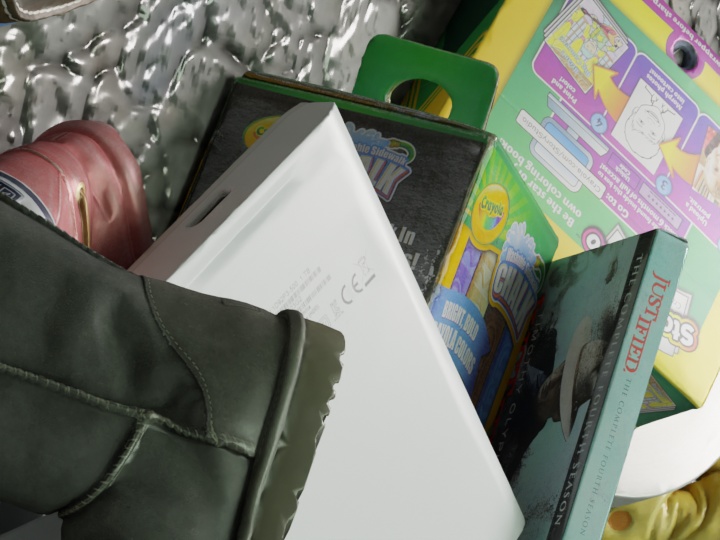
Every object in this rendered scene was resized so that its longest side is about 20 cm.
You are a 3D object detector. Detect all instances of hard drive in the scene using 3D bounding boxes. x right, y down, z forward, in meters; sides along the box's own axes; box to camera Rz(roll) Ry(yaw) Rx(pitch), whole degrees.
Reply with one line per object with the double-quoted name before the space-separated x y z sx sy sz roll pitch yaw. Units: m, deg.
"hard drive" -0.014 0.058 0.919 0.132 0.026 0.200 -48 126 -36

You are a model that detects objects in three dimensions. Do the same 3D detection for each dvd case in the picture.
"dvd case" 0.065 0.064 1.097 0.200 0.022 0.146 -17 -130 62

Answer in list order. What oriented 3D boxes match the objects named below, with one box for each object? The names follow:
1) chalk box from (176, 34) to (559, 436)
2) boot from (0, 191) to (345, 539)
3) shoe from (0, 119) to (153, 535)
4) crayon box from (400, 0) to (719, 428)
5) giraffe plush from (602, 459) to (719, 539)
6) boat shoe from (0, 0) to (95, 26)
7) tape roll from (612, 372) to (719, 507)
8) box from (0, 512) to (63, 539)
"chalk box" 0.000 0.000 1.060 0.200 0.124 0.124 -68 156 -14
"boot" -0.120 0.053 0.716 0.073 0.200 0.182 -37 -145 63
"shoe" -0.116 0.048 0.886 0.091 0.071 0.201 -40 140 -57
"crayon box" 0.118 -0.051 1.247 0.200 0.058 0.173 42 58 -19
"giraffe plush" 0.156 0.082 1.476 0.200 0.172 0.163 -23 119 -28
"boat shoe" -0.070 -0.138 0.872 0.200 0.072 0.072 -48 145 -48
"tape roll" 0.118 0.021 1.284 0.202 0.037 0.203 11 69 -32
"box" -0.120 0.155 0.858 0.200 0.156 0.041 59 8 -60
